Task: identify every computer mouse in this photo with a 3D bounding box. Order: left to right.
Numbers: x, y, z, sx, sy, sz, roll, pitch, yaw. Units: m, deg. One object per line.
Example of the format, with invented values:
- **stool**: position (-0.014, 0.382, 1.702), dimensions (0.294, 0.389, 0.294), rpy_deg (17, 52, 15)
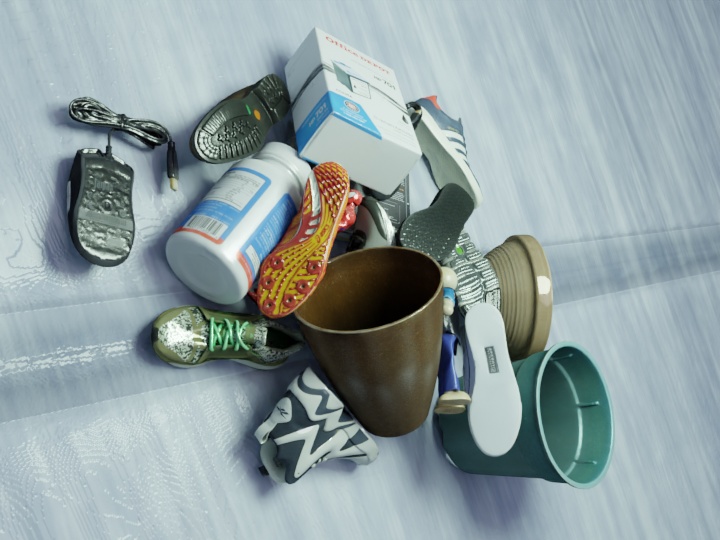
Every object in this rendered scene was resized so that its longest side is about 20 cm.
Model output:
- **computer mouse**: position (-0.275, -0.092, 0.920), dimensions (0.140, 0.046, 0.202), rpy_deg (9, 67, -44)
- **computer mouse**: position (0.057, -0.182, 1.174), dimensions (0.059, 0.034, 0.201), rpy_deg (39, 54, -24)

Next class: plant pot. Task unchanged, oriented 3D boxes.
- **plant pot**: position (0.026, 0.103, 1.002), dimensions (0.187, 0.186, 0.201), rpy_deg (-42, 131, -40)
- **plant pot**: position (0.217, 0.046, 1.233), dimensions (0.092, 0.201, 0.203), rpy_deg (0, 76, -11)
- **plant pot**: position (0.232, 0.217, 1.161), dimensions (0.199, 0.195, 0.202), rpy_deg (17, 66, -42)

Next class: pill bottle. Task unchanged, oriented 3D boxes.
- **pill bottle**: position (-0.139, -0.065, 0.980), dimensions (0.112, 0.112, 0.200), rpy_deg (49, 52, -19)

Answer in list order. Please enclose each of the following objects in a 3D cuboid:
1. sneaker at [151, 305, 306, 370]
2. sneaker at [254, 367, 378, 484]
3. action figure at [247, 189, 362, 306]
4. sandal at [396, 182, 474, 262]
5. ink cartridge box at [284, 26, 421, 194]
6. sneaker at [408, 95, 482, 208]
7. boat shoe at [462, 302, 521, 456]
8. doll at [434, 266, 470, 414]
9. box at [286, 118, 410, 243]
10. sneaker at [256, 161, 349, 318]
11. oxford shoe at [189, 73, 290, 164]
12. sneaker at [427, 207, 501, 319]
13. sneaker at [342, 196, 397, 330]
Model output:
- **sneaker**: position (-0.149, 0.075, 0.946), dimensions (0.199, 0.088, 0.078), rpy_deg (7, 74, -40)
- **sneaker**: position (-0.063, 0.219, 0.997), dimensions (0.129, 0.079, 0.199), rpy_deg (-40, 144, -7)
- **action figure**: position (-0.066, -0.034, 1.031), dimensions (0.052, 0.065, 0.200), rpy_deg (47, 70, -6)
- **sandal**: position (0.104, -0.057, 1.114), dimensions (0.075, 0.048, 0.200), rpy_deg (47, 40, 1)
- **ink cartridge box**: position (-0.014, -0.216, 1.078), dimensions (0.146, 0.086, 0.201), rpy_deg (20, 40, -31)
- **sneaker**: position (0.150, -0.197, 1.296), dimensions (0.084, 0.075, 0.201), rpy_deg (-43, 106, -35)
- **boat shoe**: position (0.170, 0.148, 1.075), dimensions (0.070, 0.070, 0.202), rpy_deg (-7, 76, -2)
- **doll**: position (0.114, 0.089, 1.082), dimensions (0.048, 0.137, 0.202), rpy_deg (0, 65, -4)
- **box**: position (-0.016, -0.122, 1.148), dimensions (0.199, 0.048, 0.160), rpy_deg (13, 68, -38)
- **sneaker**: position (-0.061, -0.031, 0.957), dimensions (0.073, 0.077, 0.201), rpy_deg (26, 80, 5)
- **oxford shoe**: position (-0.164, -0.180, 1.007), dimensions (0.073, 0.084, 0.200), rpy_deg (64, 32, -18)
- **sneaker**: position (0.143, 0.007, 1.198), dimensions (0.074, 0.116, 0.201), rpy_deg (-15, 72, -16)
- **sneaker**: position (0.000, 0.000, 1.079), dimensions (0.079, 0.074, 0.202), rpy_deg (0, 101, -27)
